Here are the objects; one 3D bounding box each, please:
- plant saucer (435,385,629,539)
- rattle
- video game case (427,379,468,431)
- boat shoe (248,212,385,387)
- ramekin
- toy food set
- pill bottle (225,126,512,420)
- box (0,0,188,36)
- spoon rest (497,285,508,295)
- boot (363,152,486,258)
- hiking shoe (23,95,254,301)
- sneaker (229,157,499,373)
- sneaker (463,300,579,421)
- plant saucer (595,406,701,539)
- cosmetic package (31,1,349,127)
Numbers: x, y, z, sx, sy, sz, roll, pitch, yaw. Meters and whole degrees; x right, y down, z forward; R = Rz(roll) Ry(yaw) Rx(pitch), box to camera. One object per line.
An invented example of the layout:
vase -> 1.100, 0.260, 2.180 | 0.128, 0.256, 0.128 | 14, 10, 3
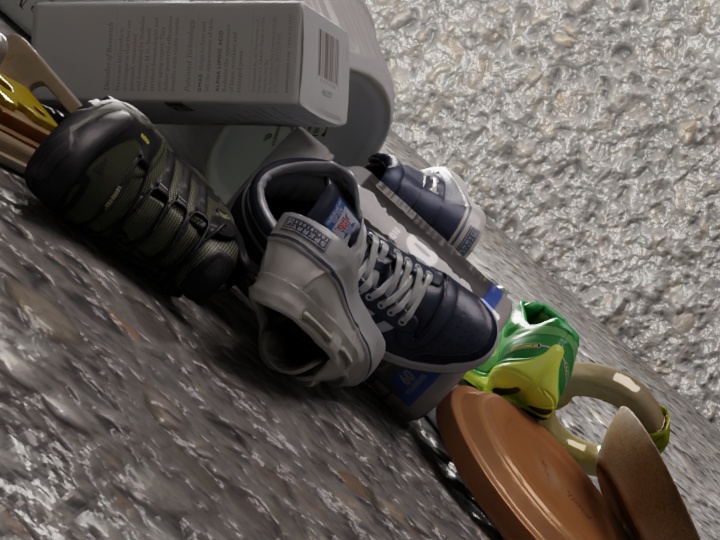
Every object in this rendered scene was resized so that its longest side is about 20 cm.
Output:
plant saucer -> 0.131, 0.158, 1.240 | 0.200, 0.032, 0.201 | 45, 15, -15
rattle -> 0.157, 0.141, 1.507 | 0.199, 0.144, 0.130 | 32, -27, -9
video game case -> 0.097, 0.121, 1.394 | 0.182, 0.023, 0.200 | 35, 11, -43
boat shoe -> -0.031, 0.037, 1.075 | 0.072, 0.066, 0.200 | 29, -18, 12
ramekin -> -0.065, -0.126, 1.348 | 0.202, 0.202, 0.095 | 31, 24, -51
toy food set -> -0.231, -0.130, 1.023 | 0.144, 0.061, 0.200 | 47, 10, 32
pill bottle -> 0.000, 0.000, 1.247 | 0.200, 0.114, 0.114 | 41, 8, -1
box -> -0.233, -0.262, 1.442 | 0.199, 0.131, 0.200 | 41, 9, -5
spoon rest -> 0.018, 0.007, 1.436 | 0.198, 0.061, 0.099 | 20, -2, 0
boot -> 0.034, -0.063, 1.382 | 0.090, 0.073, 0.200 | 34, 2, -15
hiking shoe -> -0.114, -0.034, 1.022 | 0.101, 0.076, 0.200 | 42, 7, 23
sneaker -> 0.007, -0.003, 1.132 | 0.199, 0.071, 0.109 | 28, -22, -2
sneaker -> 0.130, 0.070, 1.377 | 0.074, 0.084, 0.200 | 38, -7, -9
plant saucer -> 0.215, 0.199, 1.291 | 0.200, 0.035, 0.202 | 158, -90, -89
cosmetic package -> -0.116, -0.139, 1.208 | 0.198, 0.075, 0.102 | 1, -5, 18
